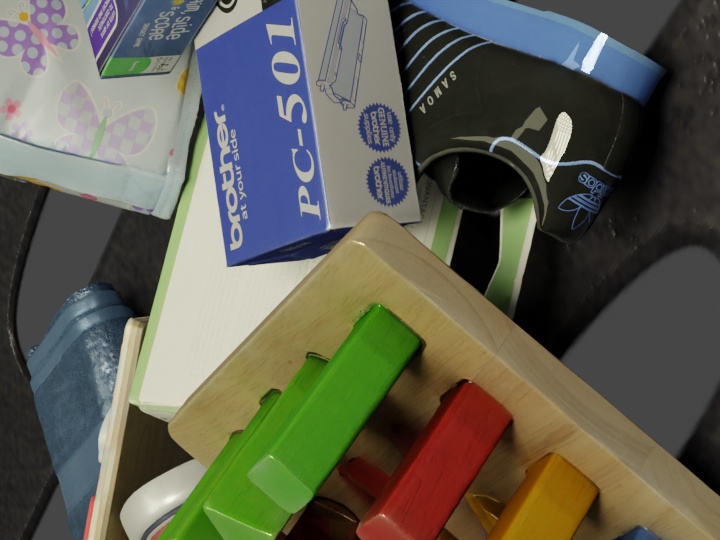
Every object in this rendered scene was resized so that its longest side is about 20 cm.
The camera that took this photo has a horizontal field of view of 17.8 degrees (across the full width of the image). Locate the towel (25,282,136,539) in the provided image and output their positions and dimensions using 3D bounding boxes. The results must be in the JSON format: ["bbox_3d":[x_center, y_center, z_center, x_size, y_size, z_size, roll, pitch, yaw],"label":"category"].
[{"bbox_3d":[-0.131,0.115,1.284,0.112,0.048,0.201,-45,58,55],"label":"towel"}]

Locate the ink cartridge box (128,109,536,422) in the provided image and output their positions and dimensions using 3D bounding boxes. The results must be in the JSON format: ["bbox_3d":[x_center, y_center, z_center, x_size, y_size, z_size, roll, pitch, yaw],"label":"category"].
[{"bbox_3d":[0.000,0.000,0.975,0.199,0.048,0.147,3,72,38],"label":"ink cartridge box"}]

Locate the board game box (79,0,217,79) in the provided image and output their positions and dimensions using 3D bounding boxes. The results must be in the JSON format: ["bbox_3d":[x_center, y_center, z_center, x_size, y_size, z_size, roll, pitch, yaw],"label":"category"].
[{"bbox_3d":[-0.074,-0.181,0.885,0.200,0.034,0.136,-46,56,56],"label":"board game box"}]

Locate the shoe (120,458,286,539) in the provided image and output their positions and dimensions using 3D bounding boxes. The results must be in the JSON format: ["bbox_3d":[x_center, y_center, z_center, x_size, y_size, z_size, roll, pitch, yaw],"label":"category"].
[{"bbox_3d":[-0.051,0.152,1.075,0.091,0.071,0.200,63,179,21],"label":"shoe"}]

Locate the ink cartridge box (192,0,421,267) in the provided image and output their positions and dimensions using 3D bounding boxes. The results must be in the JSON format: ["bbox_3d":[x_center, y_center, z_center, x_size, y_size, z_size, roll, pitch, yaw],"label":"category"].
[{"bbox_3d":[-0.030,-0.109,0.903,0.094,0.044,0.202,-17,80,60],"label":"ink cartridge box"}]

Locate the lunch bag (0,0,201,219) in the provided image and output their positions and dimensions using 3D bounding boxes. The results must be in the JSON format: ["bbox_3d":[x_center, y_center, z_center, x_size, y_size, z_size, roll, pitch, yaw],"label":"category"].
[{"bbox_3d":[-0.157,-0.113,1.083,0.201,0.168,0.128,-90,17,-47],"label":"lunch bag"}]

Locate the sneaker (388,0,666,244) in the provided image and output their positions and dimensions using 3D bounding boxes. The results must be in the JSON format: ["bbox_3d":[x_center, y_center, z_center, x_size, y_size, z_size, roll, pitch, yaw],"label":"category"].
[{"bbox_3d":[0.030,-0.070,0.904,0.199,0.070,0.078,23,89,50],"label":"sneaker"}]

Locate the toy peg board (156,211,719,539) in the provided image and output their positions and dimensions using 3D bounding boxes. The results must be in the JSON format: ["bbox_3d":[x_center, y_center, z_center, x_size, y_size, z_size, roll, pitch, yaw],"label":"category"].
[{"bbox_3d":[0.017,0.112,0.876,0.199,0.098,0.200,40,146,-4],"label":"toy peg board"}]

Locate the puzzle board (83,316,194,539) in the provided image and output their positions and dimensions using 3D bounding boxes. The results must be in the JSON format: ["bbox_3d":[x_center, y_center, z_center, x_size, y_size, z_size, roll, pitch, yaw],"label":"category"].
[{"bbox_3d":[-0.100,0.118,1.104,0.017,0.151,0.202,13,95,16],"label":"puzzle board"}]
